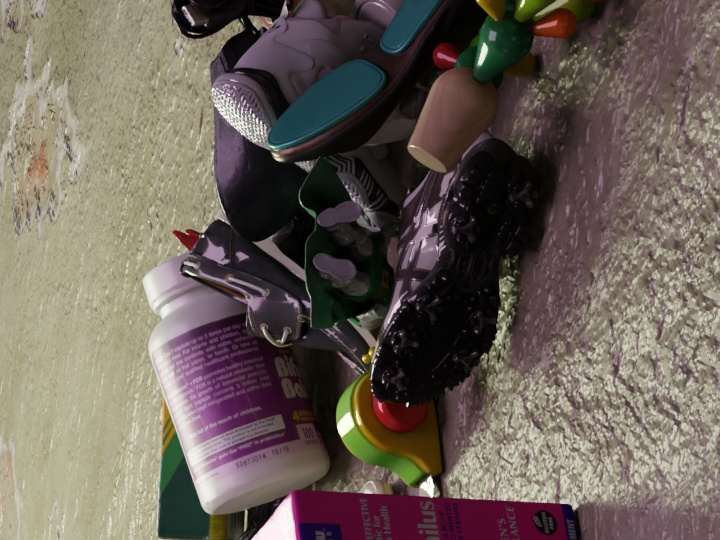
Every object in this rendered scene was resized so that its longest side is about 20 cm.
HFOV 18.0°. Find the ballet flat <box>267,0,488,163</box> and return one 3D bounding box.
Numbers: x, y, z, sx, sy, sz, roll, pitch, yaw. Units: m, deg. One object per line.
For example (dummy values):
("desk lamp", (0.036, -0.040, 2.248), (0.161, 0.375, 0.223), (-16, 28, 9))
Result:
("ballet flat", (0.025, -0.133, 1.588), (0.200, 0.068, 0.068), (-44, 33, 0))

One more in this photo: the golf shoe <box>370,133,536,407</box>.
("golf shoe", (0.058, -0.003, 1.565), (0.201, 0.077, 0.095), (-64, 27, 18))

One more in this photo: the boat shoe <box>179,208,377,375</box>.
("boat shoe", (-0.054, 0.033, 1.749), (0.200, 0.068, 0.072), (37, 169, 24))

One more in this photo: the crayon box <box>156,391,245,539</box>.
("crayon box", (-0.132, 0.132, 1.953), (0.127, 0.050, 0.201), (36, -124, -77))

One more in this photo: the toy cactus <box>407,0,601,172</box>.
("toy cactus", (0.080, -0.145, 1.480), (0.165, 0.102, 0.200), (-58, 13, -13))

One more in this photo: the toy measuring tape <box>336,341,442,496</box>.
("toy measuring tape", (0.021, 0.141, 1.638), (0.074, 0.073, 0.201), (134, 136, -56))

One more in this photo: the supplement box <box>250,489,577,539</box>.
("supplement box", (0.035, 0.207, 1.426), (0.103, 0.199, 0.102), (126, 141, -51))

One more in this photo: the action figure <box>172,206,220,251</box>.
("action figure", (-0.078, -0.098, 1.866), (0.200, 0.052, 0.065), (-48, -12, 9))

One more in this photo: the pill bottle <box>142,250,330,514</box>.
("pill bottle", (-0.106, 0.086, 1.832), (0.112, 0.112, 0.201), (-40, 67, 59))

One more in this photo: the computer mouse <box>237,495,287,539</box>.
("computer mouse", (-0.130, 0.256, 1.860), (0.200, 0.044, 0.110), (-45, -7, -41))

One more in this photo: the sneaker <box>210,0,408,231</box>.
("sneaker", (-0.007, -0.114, 1.661), (0.115, 0.200, 0.075), (-58, 26, -13))

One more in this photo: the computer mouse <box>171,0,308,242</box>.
("computer mouse", (-0.073, -0.121, 1.697), (0.052, 0.138, 0.201), (0, 101, 34))

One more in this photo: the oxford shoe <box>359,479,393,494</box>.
("oxford shoe", (-0.025, 0.228, 1.746), (0.200, 0.057, 0.076), (124, 146, -46))

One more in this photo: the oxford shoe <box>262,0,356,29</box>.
("oxford shoe", (0.005, -0.257, 1.764), (0.200, 0.074, 0.071), (-50, 34, 24))

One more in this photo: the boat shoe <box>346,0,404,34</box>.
("boat shoe", (0.019, -0.182, 1.717), (0.060, 0.074, 0.200), (-47, -4, -18))

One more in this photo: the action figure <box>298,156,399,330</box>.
("action figure", (0.000, 0.000, 1.633), (0.200, 0.054, 0.119), (45, -129, -74))

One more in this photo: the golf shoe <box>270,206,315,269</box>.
("golf shoe", (-0.041, -0.070, 1.817), (0.095, 0.077, 0.201), (-111, 35, -46))
